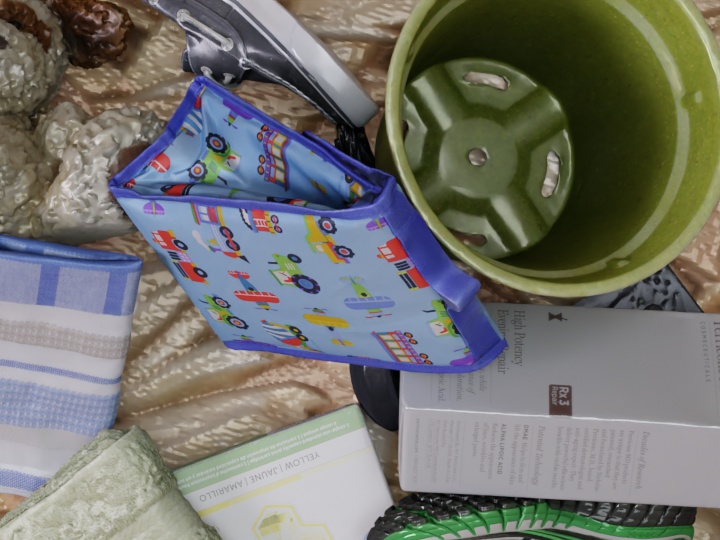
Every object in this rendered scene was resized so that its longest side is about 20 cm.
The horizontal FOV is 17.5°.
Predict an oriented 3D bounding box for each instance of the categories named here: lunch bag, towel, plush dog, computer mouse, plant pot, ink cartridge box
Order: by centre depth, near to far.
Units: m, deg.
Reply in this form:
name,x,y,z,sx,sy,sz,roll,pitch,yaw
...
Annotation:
name,x,y,z,sx,sy,sz,roll,pitch,yaw
lunch bag,-0.017,-0.009,1.299,0.094,0.200,0.151,-53,136,-20
plant pot,0.092,-0.077,1.358,0.200,0.184,0.201,1,84,-12
towel,-0.211,0.059,1.359,0.146,0.024,0.200,8,131,-10
plush dog,-0.221,-0.093,1.380,0.199,0.160,0.172,2,72,-19
towel,-0.169,0.200,1.393,0.200,0.036,0.148,-38,89,14
computer mouse,0.000,0.000,1.426,0.034,0.059,0.201,-9,89,17
ink cartridge box,-0.036,0.198,1.427,0.145,0.048,0.200,-20,90,-5

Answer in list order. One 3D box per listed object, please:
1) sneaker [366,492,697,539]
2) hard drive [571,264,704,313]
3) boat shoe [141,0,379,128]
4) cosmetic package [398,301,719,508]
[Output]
name,x,y,z,sx,sy,sz,roll,pitch,yaw
sneaker,0.102,0.169,1.380,0.199,0.078,0.085,2,96,-8
hard drive,0.139,0.096,1.441,0.200,0.042,0.135,-38,94,-2
boat shoe,-0.078,-0.141,1.401,0.200,0.072,0.068,40,93,7
cosmetic package,0.122,0.076,1.359,0.199,0.102,0.074,1,131,1
